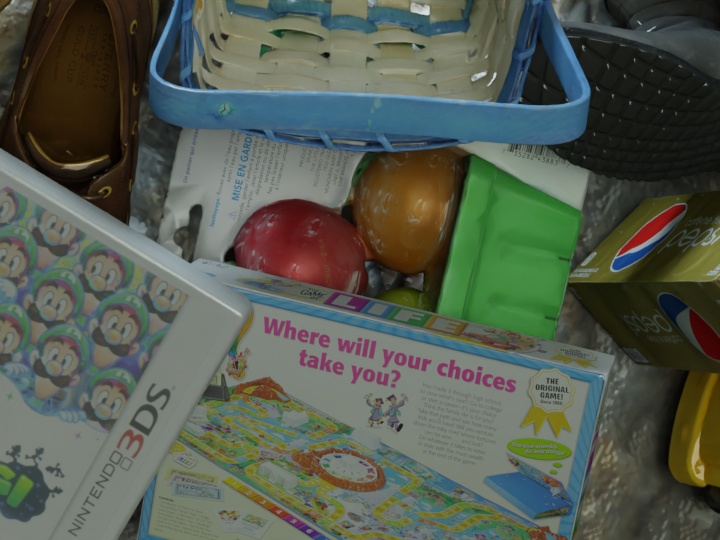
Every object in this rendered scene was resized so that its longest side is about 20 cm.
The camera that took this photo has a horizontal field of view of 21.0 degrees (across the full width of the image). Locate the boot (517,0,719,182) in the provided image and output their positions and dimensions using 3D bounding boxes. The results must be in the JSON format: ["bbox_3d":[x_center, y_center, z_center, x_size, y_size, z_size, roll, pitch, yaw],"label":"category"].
[{"bbox_3d":[0.144,-0.105,0.962,0.199,0.132,0.070,13,125,-29],"label":"boot"}]

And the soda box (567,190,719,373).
[{"bbox_3d":[0.171,0.005,0.931,0.068,0.200,0.064,-44,99,-10],"label":"soda box"}]

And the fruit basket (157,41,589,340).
[{"bbox_3d":[0.000,0.000,0.949,0.199,0.094,0.186,12,91,3],"label":"fruit basket"}]

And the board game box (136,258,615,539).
[{"bbox_3d":[0.005,0.083,0.886,0.199,0.034,0.135,14,105,11],"label":"board game box"}]

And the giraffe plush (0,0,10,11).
[{"bbox_3d":[-0.224,-0.165,0.865,0.162,0.172,0.201,-12,101,-21],"label":"giraffe plush"}]

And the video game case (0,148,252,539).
[{"bbox_3d":[-0.177,0.039,0.881,0.200,0.024,0.182,31,107,-1],"label":"video game case"}]

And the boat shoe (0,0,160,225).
[{"bbox_3d":[-0.139,-0.051,0.896,0.072,0.068,0.201,11,110,-6],"label":"boat shoe"}]

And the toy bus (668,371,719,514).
[{"bbox_3d":[0.285,0.087,0.964,0.199,0.192,0.136,25,82,-14],"label":"toy bus"}]

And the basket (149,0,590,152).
[{"bbox_3d":[0.004,-0.111,0.838,0.176,0.200,0.140,5,118,-3],"label":"basket"}]
